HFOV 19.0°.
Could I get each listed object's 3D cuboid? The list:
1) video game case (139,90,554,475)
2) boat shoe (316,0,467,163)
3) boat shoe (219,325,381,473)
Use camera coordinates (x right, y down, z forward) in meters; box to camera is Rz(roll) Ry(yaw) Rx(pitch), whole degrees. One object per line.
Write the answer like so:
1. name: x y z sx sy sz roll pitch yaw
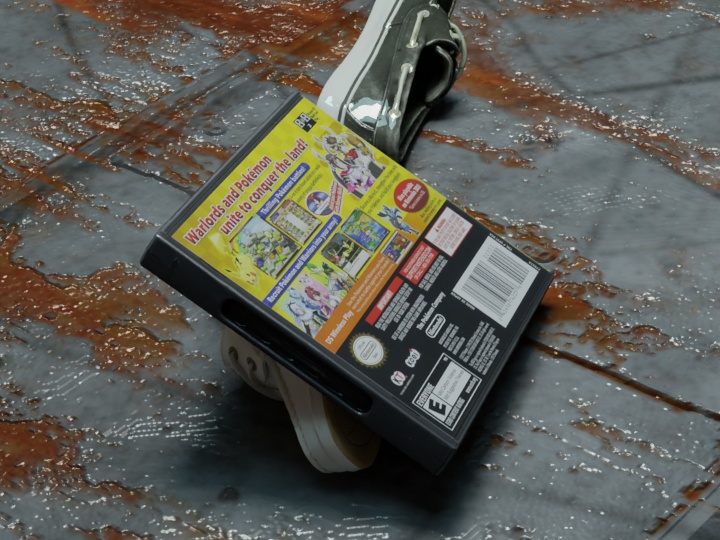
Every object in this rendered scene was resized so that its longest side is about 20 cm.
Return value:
1. video game case: 0.000 0.000 1.126 0.180 0.026 0.200 35 32 1
2. boat shoe: 0.034 -0.132 1.383 0.063 0.071 0.201 9 44 19
3. boat shoe: -0.040 0.038 1.146 0.069 0.071 0.201 -28 41 11
